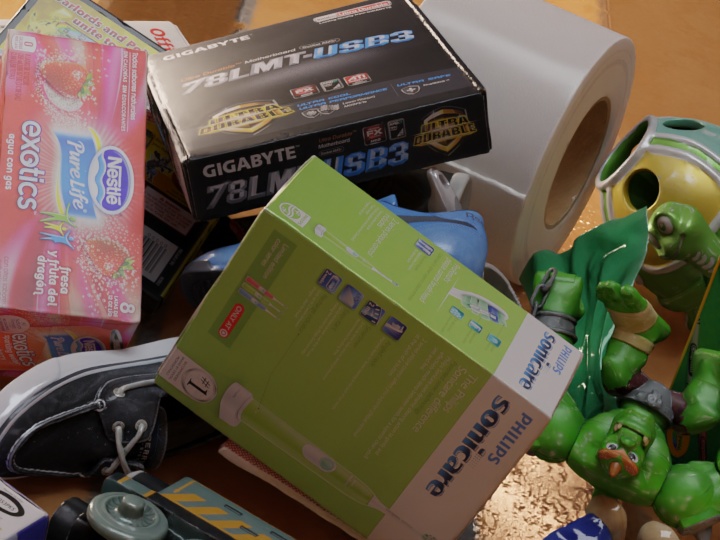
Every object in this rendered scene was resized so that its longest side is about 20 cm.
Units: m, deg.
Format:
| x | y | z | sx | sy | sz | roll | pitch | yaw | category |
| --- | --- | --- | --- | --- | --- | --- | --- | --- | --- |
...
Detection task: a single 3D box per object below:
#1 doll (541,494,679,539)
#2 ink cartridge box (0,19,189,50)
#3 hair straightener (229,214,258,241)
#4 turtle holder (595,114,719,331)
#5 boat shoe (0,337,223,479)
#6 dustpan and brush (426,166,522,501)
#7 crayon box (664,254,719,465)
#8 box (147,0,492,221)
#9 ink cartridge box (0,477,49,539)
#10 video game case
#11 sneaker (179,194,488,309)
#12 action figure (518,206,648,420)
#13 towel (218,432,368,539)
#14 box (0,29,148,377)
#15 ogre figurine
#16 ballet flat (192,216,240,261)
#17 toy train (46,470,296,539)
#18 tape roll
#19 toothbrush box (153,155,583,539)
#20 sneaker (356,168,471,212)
| x | y | z | sx | sy | sz | roll | pitch | yaw | category |
| --- | --- | --- | --- | --- | --- | --- | --- | --- | --- |
| 0.099 | 0.190 | 1.144 | 0.136 | 0.049 | 0.199 | 25 | 29 | 35 | doll |
| -0.216 | -0.119 | 1.459 | 0.198 | 0.085 | 0.146 | -2 | 36 | -27 | ink cartridge box |
| -0.030 | -0.046 | 1.396 | 0.041 | 0.077 | 0.200 | 46 | 11 | 13 | hair straightener |
| 0.241 | -0.038 | 1.471 | 0.132 | 0.141 | 0.186 | 40 | 46 | -7 | turtle holder |
| -0.145 | 0.093 | 1.175 | 0.068 | 0.072 | 0.199 | 36 | 28 | 30 | boat shoe |
| 0.074 | 0.027 | 1.261 | 0.057 | 0.201 | 0.140 | -22 | 18 | 27 | dustpan and brush |
| 0.276 | 0.042 | 1.311 | 0.118 | 0.201 | 0.058 | -18 | 44 | -42 | crayon box |
| -0.035 | -0.113 | 1.289 | 0.198 | 0.050 | 0.199 | -14 | 30 | -8 | box |
| -0.259 | 0.148 | 1.024 | 0.136 | 0.077 | 0.200 | 31 | 36 | 22 | ink cartridge box |
| -0.181 | -0.091 | 1.359 | 0.199 | 0.026 | 0.181 | 33 | 55 | -3 | video game case |
| -0.015 | -0.005 | 1.218 | 0.198 | 0.066 | 0.079 | -3 | 47 | 23 | sneaker |
| 0.159 | 0.059 | 1.346 | 0.055 | 0.118 | 0.201 | 34 | 40 | -27 | action figure |
| -0.003 | 0.099 | 1.239 | 0.146 | 0.030 | 0.200 | 32 | 32 | -4 | towel |
| -0.193 | -0.039 | 1.249 | 0.094 | 0.103 | 0.202 | 7 | 61 | -17 | box |
| 0.182 | 0.091 | 1.234 | 0.199 | 0.121 | 0.098 | 31 | -13 | -8 | ogre figurine |
| -0.084 | -0.006 | 1.375 | 0.067 | 0.047 | 0.200 | -16 | 43 | -40 | ballet flat |
| -0.074 | 0.175 | 1.068 | 0.199 | 0.086 | 0.114 | 26 | 20 | 20 | toy train |
| 0.103 | -0.108 | 1.473 | 0.138 | 0.204 | 0.203 | 26 | 32 | 17 | tape roll |
| 0.004 | 0.057 | 1.137 | 0.199 | 0.146 | 0.086 | 36 | 31 | 3 | toothbrush box |
| 0.000 | 0.000 | 1.293 | 0.098 | 0.071 | 0.201 | 14 | 47 | 13 | sneaker |
